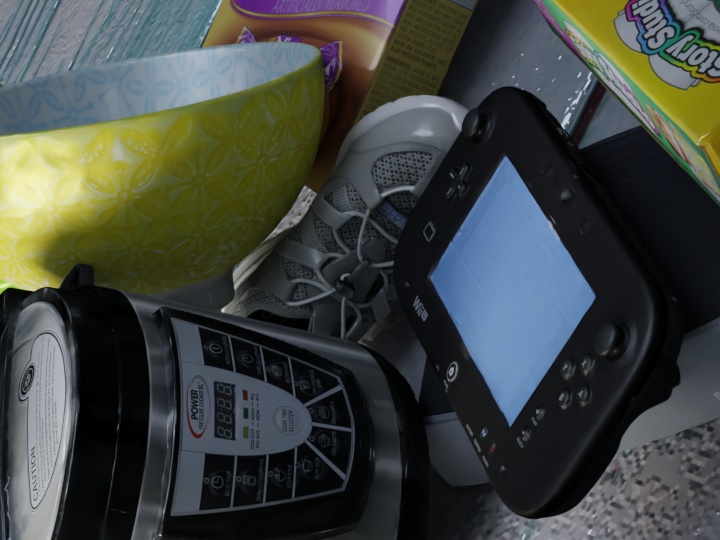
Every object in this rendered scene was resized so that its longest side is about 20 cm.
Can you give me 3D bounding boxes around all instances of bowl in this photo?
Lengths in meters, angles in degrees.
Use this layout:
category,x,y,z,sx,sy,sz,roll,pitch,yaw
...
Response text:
category,x,y,z,sx,sy,sz,roll,pitch,yaw
bowl,-0.106,-0.032,1.082,0.200,0.199,0.109,12,114,58

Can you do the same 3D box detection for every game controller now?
category,x,y,z,sx,sy,sz,roll,pitch,yaw
game controller,0.064,0.009,0.920,0.104,0.042,0.200,-50,31,16

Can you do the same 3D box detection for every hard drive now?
category,x,y,z,sx,sy,sz,roll,pitch,yaw
hard drive,0.100,0.007,0.951,0.199,0.042,0.136,-23,47,46

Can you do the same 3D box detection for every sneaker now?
category,x,y,z,sx,sy,sz,roll,pitch,yaw
sneaker,0.000,0.000,1.072,0.200,0.074,0.082,-47,18,42

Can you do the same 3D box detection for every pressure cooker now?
category,x,y,z,sx,sy,sz,roll,pitch,yaw
pressure cooker,-0.090,0.100,0.973,0.176,0.199,0.180,32,107,66

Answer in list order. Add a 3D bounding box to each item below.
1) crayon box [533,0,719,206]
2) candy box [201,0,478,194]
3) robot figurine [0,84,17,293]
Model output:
category,x,y,z,sx,sy,sz,roll,pitch,yaw
crayon box,0.167,-0.123,0.902,0.172,0.058,0.200,-37,33,3
candy box,-0.002,-0.143,1.159,0.116,0.056,0.201,29,97,39
robot figurine,-0.176,-0.018,1.222,0.116,0.200,0.176,-46,15,24
